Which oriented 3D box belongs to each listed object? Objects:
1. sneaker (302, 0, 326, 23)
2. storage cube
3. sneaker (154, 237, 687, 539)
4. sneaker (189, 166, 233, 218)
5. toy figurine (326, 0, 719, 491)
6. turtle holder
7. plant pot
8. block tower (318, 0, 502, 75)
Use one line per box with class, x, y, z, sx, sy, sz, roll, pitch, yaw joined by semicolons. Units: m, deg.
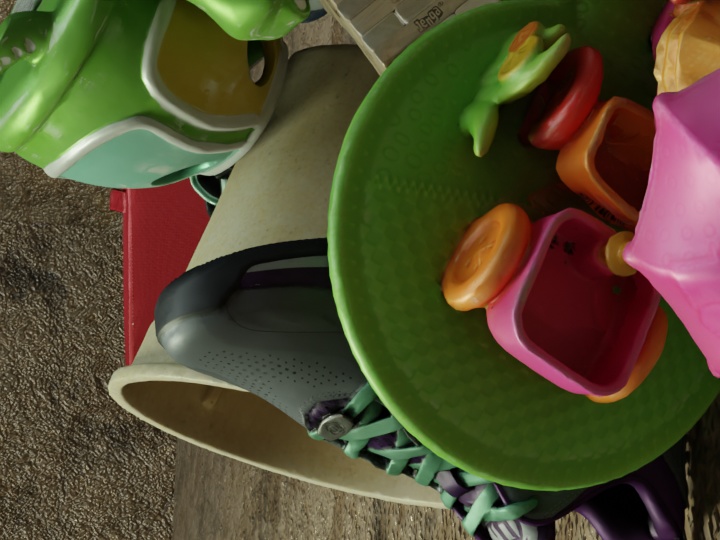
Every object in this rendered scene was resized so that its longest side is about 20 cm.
sneaker;0.000;-0.229;1.059;0.200;0.070;0.082;-52;18;24
storage cube;-0.097;0.000;1.336;0.171;0.199;0.181;-154;64;-79
sneaker;0.031;0.048;0.538;0.074;0.199;0.088;-39;48;52
sneaker;-0.054;-0.090;1.137;0.201;0.117;0.074;-93;11;-48
toy figurine;0.105;-0.035;0.445;0.201;0.150;0.184;-61;18;-15
turtle holder;-0.097;-0.114;0.776;0.186;0.131;0.141;-46;28;35
plant pot;0.000;0.000;0.828;0.200;0.199;0.184;128;159;-72
block tower;0.039;-0.083;0.676;0.200;0.058;0.054;53;-179;34
